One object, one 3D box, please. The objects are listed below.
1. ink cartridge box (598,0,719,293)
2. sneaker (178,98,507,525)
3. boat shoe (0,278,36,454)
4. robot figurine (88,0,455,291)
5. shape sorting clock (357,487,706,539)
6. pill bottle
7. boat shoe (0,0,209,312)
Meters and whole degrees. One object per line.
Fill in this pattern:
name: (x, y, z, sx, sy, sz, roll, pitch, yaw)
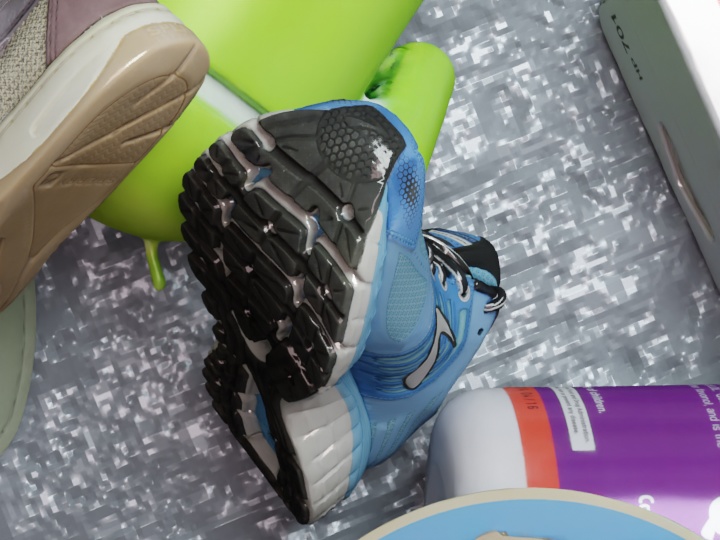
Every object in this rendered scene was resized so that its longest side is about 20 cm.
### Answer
ink cartridge box: (0.203, -0.071, 0.911, 0.200, 0.086, 0.147, -25, 92, -7)
sneaker: (0.000, 0.000, 0.846, 0.090, 0.200, 0.078, -32, 69, -18)
boat shoe: (-0.159, -0.032, 0.885, 0.061, 0.072, 0.201, -2, 104, 36)
robot figurine: (-0.042, -0.097, 0.869, 0.175, 0.116, 0.200, 34, 86, -9)
shape sorting clock: (0.046, 0.161, 0.783, 0.200, 0.039, 0.200, -4, 74, 13)
pill bottle: (0.124, 0.092, 0.885, 0.200, 0.112, 0.113, -1, 89, -6)
boat shoe: (-0.130, -0.023, 0.809, 0.200, 0.072, 0.065, -42, 69, 24)
